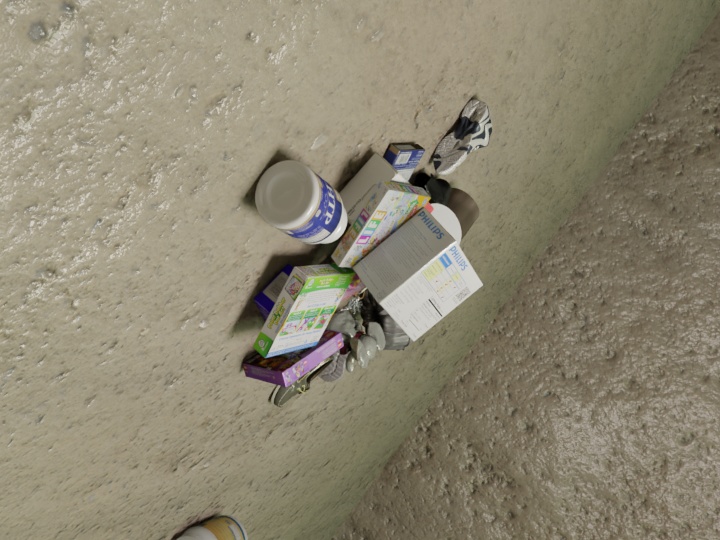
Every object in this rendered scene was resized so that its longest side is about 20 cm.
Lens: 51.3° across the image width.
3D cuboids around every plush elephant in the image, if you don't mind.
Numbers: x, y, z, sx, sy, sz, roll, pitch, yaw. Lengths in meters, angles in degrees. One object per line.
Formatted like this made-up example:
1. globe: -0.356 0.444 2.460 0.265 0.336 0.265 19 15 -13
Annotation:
1. plush elephant: -0.025 0.179 1.874 0.200 0.155 0.164 -43 168 33

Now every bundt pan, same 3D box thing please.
1. bundt pan: 0.060 0.120 1.983 0.075 0.203 0.203 -10 140 -25

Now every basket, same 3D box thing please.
1. basket: 0.218 -0.113 2.012 0.200 0.135 0.181 -47 153 -22

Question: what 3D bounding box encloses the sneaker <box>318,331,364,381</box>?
1. sneaker: -0.044 0.222 2.072 0.200 0.077 0.112 -52 178 37

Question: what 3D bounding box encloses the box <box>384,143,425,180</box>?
1. box: 0.064 -0.192 1.695 0.121 0.032 0.201 -16 139 -56

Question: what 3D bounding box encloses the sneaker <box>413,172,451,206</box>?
1. sneaker: 0.174 -0.205 1.845 0.060 0.105 0.201 -22 -152 22

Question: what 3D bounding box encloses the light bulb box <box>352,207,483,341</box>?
1. light bulb box: 0.125 0.012 1.590 0.199 0.125 0.198 -39 141 2

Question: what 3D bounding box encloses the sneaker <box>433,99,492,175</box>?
1. sneaker: 0.264 -0.311 1.854 0.129 0.079 0.201 24 93 -60

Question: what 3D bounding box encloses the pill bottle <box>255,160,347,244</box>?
1. pill bottle: -0.098 -0.114 1.365 0.120 0.119 0.200 -53 159 3

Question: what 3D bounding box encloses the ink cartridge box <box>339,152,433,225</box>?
1. ink cartridge box: 0.051 -0.140 1.611 0.144 0.084 0.200 -47 148 6

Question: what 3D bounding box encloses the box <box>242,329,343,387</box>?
1. box: -0.153 0.192 1.720 0.199 0.136 0.040 -32 118 -43

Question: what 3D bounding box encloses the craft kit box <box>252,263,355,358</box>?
1. craft kit box: -0.115 0.080 1.575 0.199 0.048 0.199 -58 158 18

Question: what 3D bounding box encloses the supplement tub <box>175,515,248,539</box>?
1. supplement tub: -0.417 0.768 2.069 0.145 0.144 0.200 -56 159 11

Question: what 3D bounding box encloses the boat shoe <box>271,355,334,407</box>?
1. boat shoe: -0.152 0.283 1.964 0.202 0.060 0.072 -48 159 -11

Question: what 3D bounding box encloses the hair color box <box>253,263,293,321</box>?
1. hair color box: -0.156 0.083 1.636 0.109 0.065 0.200 -46 160 -16

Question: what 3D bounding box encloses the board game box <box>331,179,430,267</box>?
1. board game box: 0.042 -0.090 1.547 0.134 0.034 0.201 3 130 -46

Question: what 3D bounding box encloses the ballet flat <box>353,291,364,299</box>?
1. ballet flat: 0.000 0.000 1.813 0.068 0.072 0.201 -36 153 -35

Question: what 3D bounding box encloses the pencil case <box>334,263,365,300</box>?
1. pencil case: -0.008 0.005 1.720 0.199 0.088 0.088 -29 155 -9

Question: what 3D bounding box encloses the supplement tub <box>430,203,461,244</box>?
1. supplement tub: 0.135 -0.070 1.788 0.145 0.146 0.200 -39 -175 -30
